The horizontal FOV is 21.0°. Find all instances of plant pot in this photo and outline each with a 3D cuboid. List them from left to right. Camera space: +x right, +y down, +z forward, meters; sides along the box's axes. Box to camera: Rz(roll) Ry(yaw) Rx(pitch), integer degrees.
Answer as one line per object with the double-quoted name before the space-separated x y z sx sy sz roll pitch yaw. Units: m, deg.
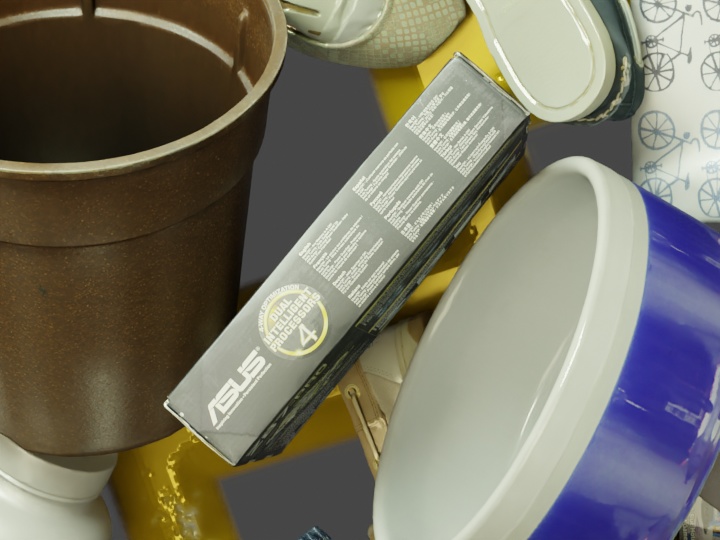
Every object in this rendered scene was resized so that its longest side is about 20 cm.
"plant pot" -0.133 -0.031 0.922 0.198 0.201 0.200 12 131 12

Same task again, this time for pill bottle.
"pill bottle" -0.206 0.167 1.040 0.112 0.112 0.201 31 108 6

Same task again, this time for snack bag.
"snack bag" 0.225 -0.113 0.907 0.198 0.021 0.191 2 101 15

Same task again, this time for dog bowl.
"dog bowl" 0.086 0.056 0.865 0.078 0.200 0.201 26 108 -15

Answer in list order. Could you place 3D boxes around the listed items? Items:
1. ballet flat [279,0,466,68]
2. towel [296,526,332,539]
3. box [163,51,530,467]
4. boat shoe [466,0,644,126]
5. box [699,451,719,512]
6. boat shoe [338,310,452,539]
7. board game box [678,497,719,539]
"ballet flat" -0.047 -0.145 0.959 0.198 0.062 0.068 19 105 10
"towel" -0.067 0.240 1.040 0.200 0.048 0.112 -41 65 16
"box" 0.000 0.000 0.900 0.049 0.161 0.200 40 91 3
"boat shoe" 0.079 -0.160 0.919 0.075 0.062 0.201 -38 69 29
"box" 0.257 0.081 0.817 0.199 0.115 0.133 37 126 3
"boat shoe" 0.036 0.125 0.994 0.069 0.074 0.202 -16 88 20
"board game box" 0.251 0.092 0.931 0.198 0.062 0.202 -3 99 13
